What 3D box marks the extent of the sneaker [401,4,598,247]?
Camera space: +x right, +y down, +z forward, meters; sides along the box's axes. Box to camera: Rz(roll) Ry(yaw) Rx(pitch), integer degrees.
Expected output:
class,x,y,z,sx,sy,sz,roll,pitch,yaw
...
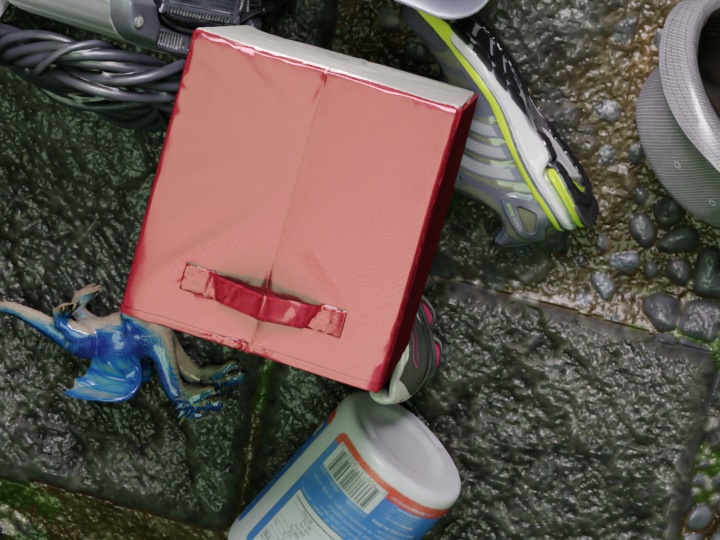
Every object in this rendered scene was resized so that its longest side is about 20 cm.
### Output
class,x,y,z,sx,sy,sz,roll,pitch,yaw
sneaker,0.081,-0.099,1.219,0.081,0.074,0.200,-30,97,21

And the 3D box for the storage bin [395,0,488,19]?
class,x,y,z,sx,sy,sz,roll,pitch,yaw
storage bin,0.019,-0.269,1.146,0.200,0.134,0.146,24,109,3

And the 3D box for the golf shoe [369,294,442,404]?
class,x,y,z,sx,sy,sz,roll,pitch,yaw
golf shoe,0.000,0.000,1.255,0.077,0.088,0.200,-23,99,18

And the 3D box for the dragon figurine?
class,x,y,z,sx,sy,sz,roll,pitch,yaw
dragon figurine,-0.190,0.065,1.326,0.200,0.059,0.100,-1,105,10

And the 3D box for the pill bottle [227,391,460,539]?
class,x,y,z,sx,sy,sz,roll,pitch,yaw
pill bottle,-0.028,0.194,1.304,0.112,0.112,0.200,41,110,-2

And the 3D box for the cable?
class,x,y,z,sx,sy,sz,roll,pitch,yaw
cable,-0.180,-0.136,1.201,0.163,0.200,0.051,22,88,10

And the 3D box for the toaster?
class,x,y,z,sx,sy,sz,roll,pitch,yaw
toaster,-0.146,-0.209,1.178,0.129,0.200,0.114,17,101,27

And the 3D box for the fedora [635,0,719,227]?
class,x,y,z,sx,sy,sz,roll,pitch,yaw
fedora,0.258,-0.084,1.158,0.200,0.177,0.090,38,140,-10

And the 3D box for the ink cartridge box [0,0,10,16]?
class,x,y,z,sx,sy,sz,roll,pitch,yaw
ink cartridge box,-0.321,-0.164,1.209,0.176,0.200,0.045,-24,114,17

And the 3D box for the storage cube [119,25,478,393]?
class,x,y,z,sx,sy,sz,roll,pitch,yaw
storage cube,-0.034,-0.047,1.119,0.171,0.200,0.180,17,101,5
